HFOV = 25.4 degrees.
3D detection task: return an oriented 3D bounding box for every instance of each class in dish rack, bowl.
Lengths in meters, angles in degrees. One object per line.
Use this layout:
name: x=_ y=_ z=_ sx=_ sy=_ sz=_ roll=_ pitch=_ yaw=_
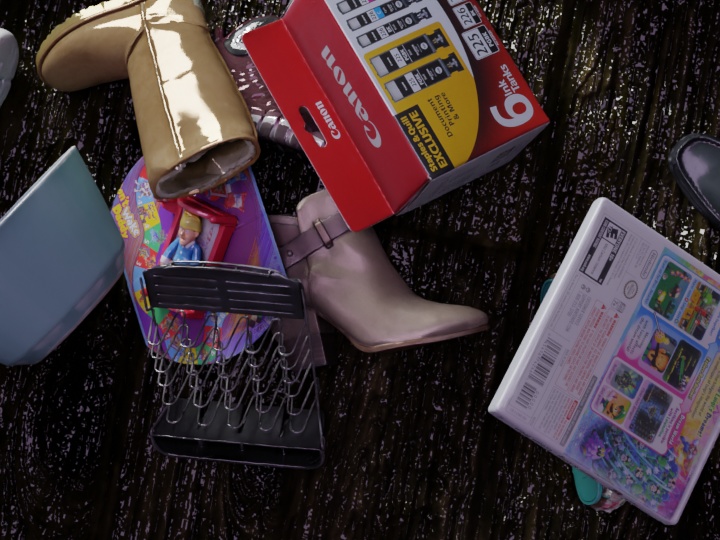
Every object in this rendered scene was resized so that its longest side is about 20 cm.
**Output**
dish rack: x=-0.106 y=0.076 z=1.318 sx=0.152 sy=0.201 sz=0.055 roll=3 pitch=44 yaw=9
bowl: x=-0.275 y=0.003 z=1.349 sx=0.201 sy=0.201 sz=0.105 roll=-45 pitch=102 yaw=3

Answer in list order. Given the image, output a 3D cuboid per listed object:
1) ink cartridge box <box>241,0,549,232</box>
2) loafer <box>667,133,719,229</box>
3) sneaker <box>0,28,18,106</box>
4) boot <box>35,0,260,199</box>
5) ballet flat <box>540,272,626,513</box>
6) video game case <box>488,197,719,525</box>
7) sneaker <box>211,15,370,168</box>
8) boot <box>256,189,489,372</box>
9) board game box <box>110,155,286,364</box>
ink cartridge box: x=0.027 y=-0.158 z=1.320 sx=0.175 sy=0.084 sz=0.201 roll=-27 pitch=82 yaw=-27
loafer: x=0.339 y=-0.044 z=1.312 sx=0.200 sy=0.070 sz=0.068 roll=41 pitch=91 yaw=9
sneaker: x=-0.386 y=-0.144 z=1.421 sx=0.082 sy=0.077 sz=0.201 roll=38 pitch=91 yaw=15
boot: x=-0.185 y=-0.142 z=1.347 sx=0.174 sy=0.066 sz=0.201 roll=-29 pitch=56 yaw=15
ballet flat: x=0.197 y=0.099 z=1.332 sx=0.063 sy=0.076 sz=0.202 roll=-9 pitch=88 yaw=-24
video game case: x=0.221 y=0.073 z=1.291 sx=0.181 sy=0.024 sz=0.201 roll=32 pitch=75 yaw=-12
sneaker: x=-0.053 y=-0.159 z=1.375 sx=0.198 sy=0.076 sz=0.116 roll=20 pitch=86 yaw=10
boot: x=0.000 y=0.000 z=1.356 sx=0.198 sy=0.070 sz=0.148 roll=-11 pitch=84 yaw=8
board game box: x=-0.152 y=-0.020 z=1.362 sx=0.157 sy=0.039 sz=0.202 roll=-25 pitch=76 yaw=26
